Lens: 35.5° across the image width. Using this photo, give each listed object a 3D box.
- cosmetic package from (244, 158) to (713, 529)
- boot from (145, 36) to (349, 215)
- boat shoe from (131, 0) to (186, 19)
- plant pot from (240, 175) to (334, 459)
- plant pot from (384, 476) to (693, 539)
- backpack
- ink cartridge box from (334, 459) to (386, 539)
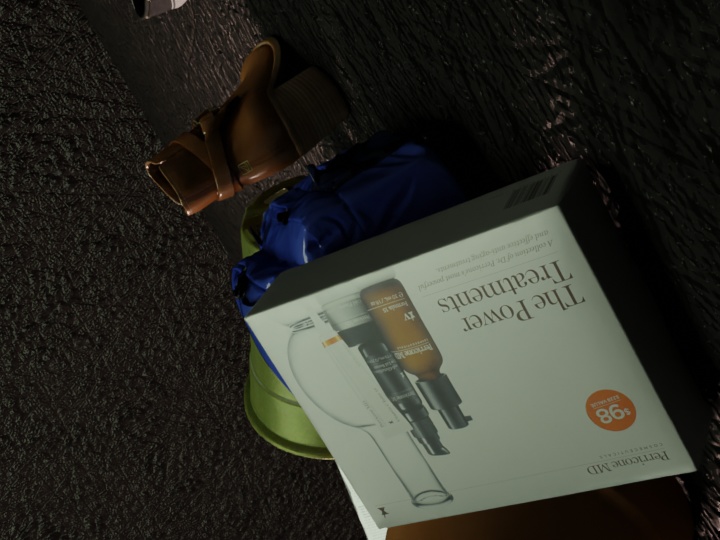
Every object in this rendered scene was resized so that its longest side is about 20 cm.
[{"bbox_3d":[0.057,0.048,0.582,0.198,0.052,0.152,-20,111,36],"label":"cosmetic package"},{"bbox_3d":[-0.109,-0.119,0.931,0.074,0.154,0.200,59,171,-23],"label":"boot"},{"bbox_3d":[-0.231,-0.323,1.156,0.070,0.066,0.200,54,171,13],"label":"boat shoe"},{"bbox_3d":[-0.025,0.025,0.983,0.200,0.198,0.192,46,154,49],"label":"plant pot"},{"bbox_3d":[0.092,0.191,0.696,0.198,0.141,0.202,17,137,17],"label":"plant pot"},{"bbox_3d":[0.000,0.000,0.746,0.164,0.166,0.200,64,175,-14],"label":"backpack"},{"bbox_3d":[0.072,0.243,1.219,0.195,0.043,0.202,-25,86,43],"label":"ink cartridge box"}]
